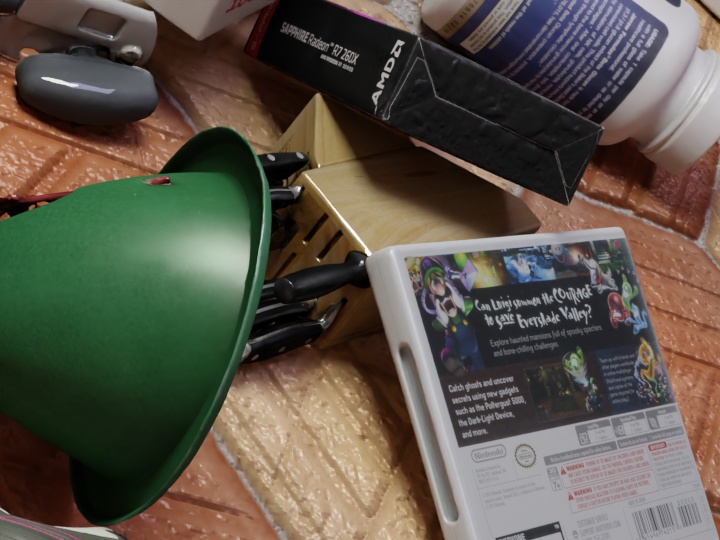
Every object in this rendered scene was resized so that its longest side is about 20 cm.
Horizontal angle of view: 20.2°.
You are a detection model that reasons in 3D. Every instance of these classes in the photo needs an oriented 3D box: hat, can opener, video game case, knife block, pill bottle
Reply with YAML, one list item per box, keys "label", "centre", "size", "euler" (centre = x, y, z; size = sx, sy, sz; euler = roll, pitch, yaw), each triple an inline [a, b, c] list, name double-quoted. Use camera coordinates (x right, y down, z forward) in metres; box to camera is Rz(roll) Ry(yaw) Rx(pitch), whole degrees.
- label: "hat"
  centre: [-0.157, 0.001, 0.793]
  size: [0.176, 0.200, 0.166]
  euler: [20, 59, -25]
- label: "can opener"
  centre: [-0.187, -0.122, 0.993]
  size: [0.200, 0.053, 0.067]
  euler: [14, 41, -34]
- label: "video game case"
  centre: [0.096, 0.071, 1.026]
  size: [0.200, 0.023, 0.182]
  euler: [-5, 76, -48]
- label: "knife block"
  centre: [0.000, 0.000, 1.029]
  size: [0.200, 0.064, 0.176]
  euler: [26, 36, -22]
- label: "pill bottle"
  centre: [0.148, -0.151, 1.314]
  size: [0.200, 0.111, 0.111]
  euler: [35, 33, -9]

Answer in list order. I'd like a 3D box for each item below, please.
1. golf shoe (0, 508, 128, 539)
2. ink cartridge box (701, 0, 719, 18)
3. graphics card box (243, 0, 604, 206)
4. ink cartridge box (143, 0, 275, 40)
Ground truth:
- label: "golf shoe"
  centre: [-0.076, 0.141, 0.778]
  size: [0.200, 0.077, 0.088]
  euler: [27, 26, -23]
- label: "ink cartridge box"
  centre: [0.306, -0.278, 1.648]
  size: [0.200, 0.083, 0.145]
  euler: [44, 33, 7]
- label: "graphics card box"
  centre: [0.029, -0.099, 1.101]
  size: [0.125, 0.051, 0.200]
  euler: [23, 6, -27]
- label: "ink cartridge box"
  centre: [-0.039, -0.233, 1.044]
  size: [0.083, 0.200, 0.147]
  euler: [38, 34, 8]
